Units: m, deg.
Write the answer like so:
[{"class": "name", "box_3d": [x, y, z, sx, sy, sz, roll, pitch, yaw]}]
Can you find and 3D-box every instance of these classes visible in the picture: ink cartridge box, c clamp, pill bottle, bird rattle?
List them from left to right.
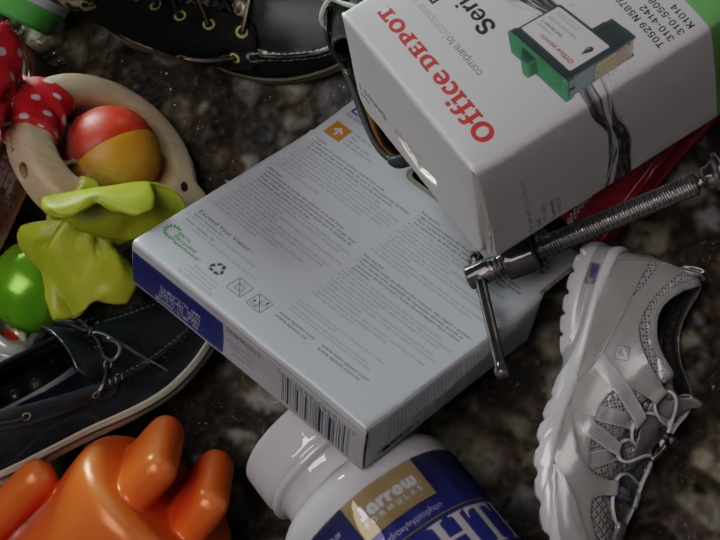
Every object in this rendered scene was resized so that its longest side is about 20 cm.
[{"class": "bird rattle", "box_3d": [-0.184, -0.070, 1.221, 0.200, 0.162, 0.113, 50, 126, 23]}, {"class": "ink cartridge box", "box_3d": [0.000, 0.000, 1.142, 0.199, 0.041, 0.200, 37, 54, 26]}, {"class": "pill bottle", "box_3d": [0.026, 0.165, 1.100, 0.120, 0.120, 0.200, -46, 66, 11]}, {"class": "ink cartridge box", "box_3d": [0.110, -0.124, 1.062, 0.199, 0.085, 0.146, -32, 57, -9]}, {"class": "c clamp", "box_3d": [0.141, -0.050, 1.095, 0.199, 0.027, 0.172, -28, 57, 12]}]

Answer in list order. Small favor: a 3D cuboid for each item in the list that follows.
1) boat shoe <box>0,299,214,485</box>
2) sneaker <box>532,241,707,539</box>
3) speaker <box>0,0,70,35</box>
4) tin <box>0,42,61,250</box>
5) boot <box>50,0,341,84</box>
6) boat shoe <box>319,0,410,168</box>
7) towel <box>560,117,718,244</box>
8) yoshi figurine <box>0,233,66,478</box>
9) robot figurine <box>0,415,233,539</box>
[{"class": "boat shoe", "box_3d": [-0.170, 0.060, 1.194, 0.199, 0.063, 0.075, -30, 38, -21]}, {"class": "sneaker", "box_3d": [0.150, 0.083, 1.080, 0.081, 0.075, 0.202, 3, 82, 27]}, {"class": "speaker", "box_3d": [-0.202, -0.266, 1.298, 0.088, 0.088, 0.201, 27, 93, 26]}, {"class": "tin", "box_3d": [-0.267, -0.067, 1.281, 0.111, 0.042, 0.201, 2, 60, 34]}, {"class": "boot", "box_3d": [-0.108, -0.173, 1.200, 0.202, 0.154, 0.074, 10, 86, 25]}, {"class": "boat shoe", "box_3d": [0.009, -0.157, 1.155, 0.072, 0.067, 0.201, -27, 81, 47]}, {"class": "towel", "box_3d": [0.122, -0.126, 1.159, 0.200, 0.022, 0.145, 43, 100, 25]}, {"class": "yoshi figurine", "box_3d": [-0.223, 0.065, 1.248, 0.111, 0.112, 0.202, -8, 76, 11]}, {"class": "robot figurine", "box_3d": [-0.157, 0.185, 1.181, 0.200, 0.143, 0.117, -49, 54, 19]}]
